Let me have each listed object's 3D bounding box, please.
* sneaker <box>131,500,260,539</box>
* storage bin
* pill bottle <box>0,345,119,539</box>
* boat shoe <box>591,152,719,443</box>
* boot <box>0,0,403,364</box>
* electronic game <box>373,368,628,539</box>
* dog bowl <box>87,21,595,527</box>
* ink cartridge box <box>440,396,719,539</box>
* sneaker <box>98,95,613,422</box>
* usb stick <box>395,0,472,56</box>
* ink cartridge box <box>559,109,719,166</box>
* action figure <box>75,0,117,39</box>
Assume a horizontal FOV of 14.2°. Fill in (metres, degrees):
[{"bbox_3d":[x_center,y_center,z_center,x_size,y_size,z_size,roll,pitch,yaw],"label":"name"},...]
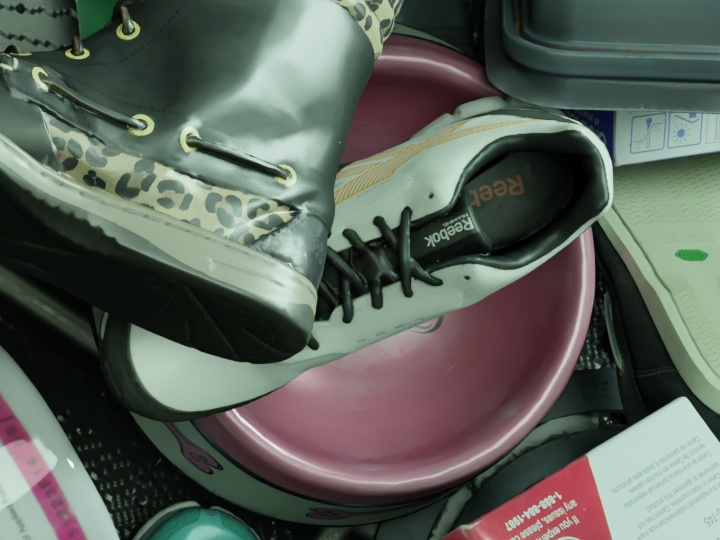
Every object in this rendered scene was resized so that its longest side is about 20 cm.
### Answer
[{"bbox_3d":[-0.078,0.186,1.096,0.077,0.080,0.201,20,79,-11],"label":"sneaker"},{"bbox_3d":[0.122,-0.155,1.094,0.145,0.200,0.135,3,114,2],"label":"storage bin"},{"bbox_3d":[-0.197,0.116,1.055,0.200,0.113,0.114,-32,92,-16],"label":"pill bottle"},{"bbox_3d":[0.117,0.002,1.141,0.072,0.068,0.200,5,43,-18],"label":"boat shoe"},{"bbox_3d":[-0.084,-0.074,0.969,0.200,0.073,0.151,27,63,-10],"label":"boot"},{"bbox_3d":[0.099,0.139,1.165,0.199,0.042,0.201,1,82,-5],"label":"electronic game"},{"bbox_3d":[0.000,0.000,1.095,0.200,0.074,0.201,0,90,-16],"label":"dog bowl"},{"bbox_3d":[0.096,0.180,1.027,0.145,0.145,0.200,-23,73,-49],"label":"ink cartridge box"},{"bbox_3d":[0.000,-0.008,1.017,0.200,0.080,0.074,-29,100,-12],"label":"sneaker"},{"bbox_3d":[0.027,-0.049,1.171,0.055,0.033,0.201,-5,85,-34],"label":"usb stick"},{"bbox_3d":[0.168,-0.087,1.166,0.199,0.094,0.044,-8,113,-22],"label":"ink cartridge box"},{"bbox_3d":[-0.058,-0.043,1.144,0.118,0.055,0.201,-2,88,-17],"label":"action figure"}]
